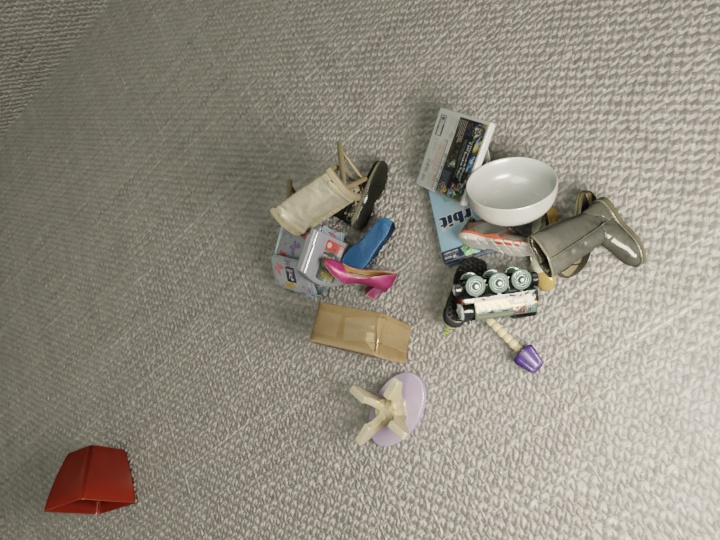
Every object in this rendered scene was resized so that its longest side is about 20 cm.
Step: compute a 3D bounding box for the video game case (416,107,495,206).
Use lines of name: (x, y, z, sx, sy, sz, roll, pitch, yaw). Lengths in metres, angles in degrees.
video game case: (0.229, -0.282, 1.345, 0.182, 0.023, 0.202, 37, 115, 48)

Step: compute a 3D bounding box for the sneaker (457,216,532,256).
sneaker: (0.321, -0.090, 1.256, 0.198, 0.077, 0.083, 15, 74, 35)

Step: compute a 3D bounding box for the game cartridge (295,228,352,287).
game cartridge: (-0.093, -0.025, 1.468, 0.041, 0.199, 0.134, 22, 91, 30)

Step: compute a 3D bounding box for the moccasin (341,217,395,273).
moccasin: (0.028, -0.052, 1.483, 0.200, 0.068, 0.081, -43, 69, 17)

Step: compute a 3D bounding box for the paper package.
paper package: (0.005, 0.159, 1.373, 0.198, 0.190, 0.105, 7, 78, 31)

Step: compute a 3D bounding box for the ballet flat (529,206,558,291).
ballet flat: (0.411, -0.054, 1.250, 0.068, 0.063, 0.203, -11, 70, 52)

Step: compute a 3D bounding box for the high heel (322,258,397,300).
high heel: (0.000, 0.000, 1.419, 0.096, 0.199, 0.068, -48, 25, 18)

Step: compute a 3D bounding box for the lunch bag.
lunch bag: (-0.159, -0.037, 1.556, 0.168, 0.127, 0.202, 17, 91, 37)

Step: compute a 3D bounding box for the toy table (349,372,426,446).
toy table: (0.067, 0.341, 1.340, 0.183, 0.117, 0.202, 22, 92, 33)

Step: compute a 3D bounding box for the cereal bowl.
cereal bowl: (0.342, -0.167, 1.235, 0.198, 0.084, 0.201, -10, 42, 9)

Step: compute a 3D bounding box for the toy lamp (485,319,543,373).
toy lamp: (0.334, 0.153, 1.257, 0.058, 0.058, 0.200, -51, 58, 11)

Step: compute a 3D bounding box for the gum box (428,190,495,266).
gum box: (0.272, -0.132, 1.365, 0.168, 0.044, 0.202, -19, 69, 26)

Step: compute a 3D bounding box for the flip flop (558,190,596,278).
flip flop: (0.475, -0.081, 1.219, 0.057, 0.080, 0.202, 8, 84, 54)

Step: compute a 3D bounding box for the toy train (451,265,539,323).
toy train: (0.307, 0.056, 1.231, 0.197, 0.085, 0.115, -8, 98, -2)

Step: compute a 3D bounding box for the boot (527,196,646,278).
boot: (0.472, -0.043, 1.140, 0.199, 0.073, 0.183, -31, 78, -19)

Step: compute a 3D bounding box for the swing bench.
swing bench: (-0.103, -0.199, 1.415, 0.198, 0.130, 0.201, -29, 24, 23)

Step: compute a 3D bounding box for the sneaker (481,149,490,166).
sneaker: (0.280, -0.309, 1.374, 0.070, 0.080, 0.202, -32, 58, 19)

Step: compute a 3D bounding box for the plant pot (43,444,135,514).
plant pot: (-0.876, 0.684, 1.794, 0.199, 0.199, 0.178, -23, 56, 25)

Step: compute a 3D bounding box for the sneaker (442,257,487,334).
sneaker: (0.242, 0.059, 1.324, 0.071, 0.083, 0.201, 27, 68, 9)

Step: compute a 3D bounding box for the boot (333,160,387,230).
boot: (-0.020, -0.229, 1.548, 0.153, 0.073, 0.205, 24, 90, 36)
